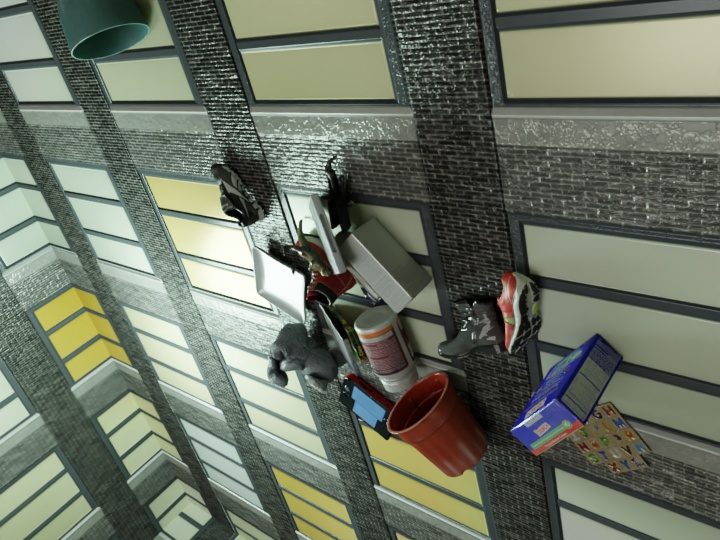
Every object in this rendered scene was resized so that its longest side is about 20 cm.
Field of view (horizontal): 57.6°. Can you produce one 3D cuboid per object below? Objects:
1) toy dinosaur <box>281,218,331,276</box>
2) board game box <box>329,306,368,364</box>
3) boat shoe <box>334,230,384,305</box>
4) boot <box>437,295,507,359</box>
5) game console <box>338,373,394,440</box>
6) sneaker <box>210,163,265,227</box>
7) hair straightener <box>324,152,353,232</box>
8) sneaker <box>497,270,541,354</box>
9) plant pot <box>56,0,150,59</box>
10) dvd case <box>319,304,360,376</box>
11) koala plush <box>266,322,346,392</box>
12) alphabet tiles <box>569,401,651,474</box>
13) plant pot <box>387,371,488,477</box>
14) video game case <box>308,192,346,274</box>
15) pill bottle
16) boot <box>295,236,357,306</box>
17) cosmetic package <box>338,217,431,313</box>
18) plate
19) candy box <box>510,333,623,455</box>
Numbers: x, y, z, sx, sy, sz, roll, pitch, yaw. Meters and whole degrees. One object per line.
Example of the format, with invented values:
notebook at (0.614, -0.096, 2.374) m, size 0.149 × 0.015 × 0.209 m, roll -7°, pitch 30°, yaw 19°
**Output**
toy dinosaur at (-0.143, -0.040, 1.623) m, size 0.201 × 0.088 × 0.048 m, roll 57°, pitch 160°, yaw 32°
board game box at (-0.035, 0.167, 1.732) m, size 0.105 × 0.023 × 0.200 m, roll 64°, pitch 170°, yaw -21°
boat shoe at (0.000, 0.000, 1.590) m, size 0.201 × 0.074 × 0.093 m, roll 54°, pitch 161°, yaw 12°
boot at (0.237, 0.122, 1.466) m, size 0.199 × 0.070 × 0.132 m, roll -17°, pitch 103°, yaw 43°
game console at (0.022, 0.408, 1.953) m, size 0.199 × 0.031 × 0.178 m, roll 37°, pitch 141°, yaw 17°
sneaker at (-0.346, -0.197, 1.753) m, size 0.200 × 0.090 × 0.066 m, roll 51°, pitch 143°, yaw -2°
hair straightener at (-0.041, -0.175, 1.510) m, size 0.077 × 0.041 × 0.201 m, roll 22°, pitch 131°, yaw 32°
sneaker at (0.319, 0.083, 1.346) m, size 0.085 × 0.077 × 0.201 m, roll 42°, pitch 147°, yaw 44°
plant pot at (-0.642, -0.635, 1.600) m, size 0.200 × 0.200 × 0.162 m, roll -13°, pitch 102°, yaw 50°
dvd case at (-0.055, 0.184, 1.758) m, size 0.143 × 0.017 × 0.201 m, roll 53°, pitch 168°, yaw 36°
koala plush at (-0.148, 0.259, 1.876) m, size 0.199 × 0.177 × 0.185 m, roll 28°, pitch 139°, yaw 22°
alphabet tiles at (0.519, 0.355, 1.413) m, size 0.200 × 0.006 × 0.166 m, roll 50°, pitch 144°, yaw 0°
plant pot at (0.204, 0.393, 1.635) m, size 0.195 × 0.201 × 0.200 m, roll 47°, pitch 144°, yaw -11°
video game case at (-0.079, -0.079, 1.519) m, size 0.200 × 0.022 × 0.184 m, roll 170°, pitch 79°, yaw -85°
pill bottle at (0.070, 0.199, 1.651) m, size 0.114 × 0.114 × 0.201 m, roll 1°, pitch 121°, yaw 45°
boot at (-0.118, 0.003, 1.649) m, size 0.199 × 0.144 × 0.073 m, roll 35°, pitch 143°, yaw 20°
cosmetic package at (0.056, -0.013, 1.485) m, size 0.200 × 0.102 × 0.074 m, roll 47°, pitch 133°, yaw 5°
plate at (-0.227, 0.037, 1.884) m, size 0.199 × 0.032 × 0.201 m, roll 29°, pitch 140°, yaw 25°
candy box at (0.400, 0.242, 1.274) m, size 0.077 × 0.200 × 0.169 m, roll 42°, pitch 143°, yaw 9°
